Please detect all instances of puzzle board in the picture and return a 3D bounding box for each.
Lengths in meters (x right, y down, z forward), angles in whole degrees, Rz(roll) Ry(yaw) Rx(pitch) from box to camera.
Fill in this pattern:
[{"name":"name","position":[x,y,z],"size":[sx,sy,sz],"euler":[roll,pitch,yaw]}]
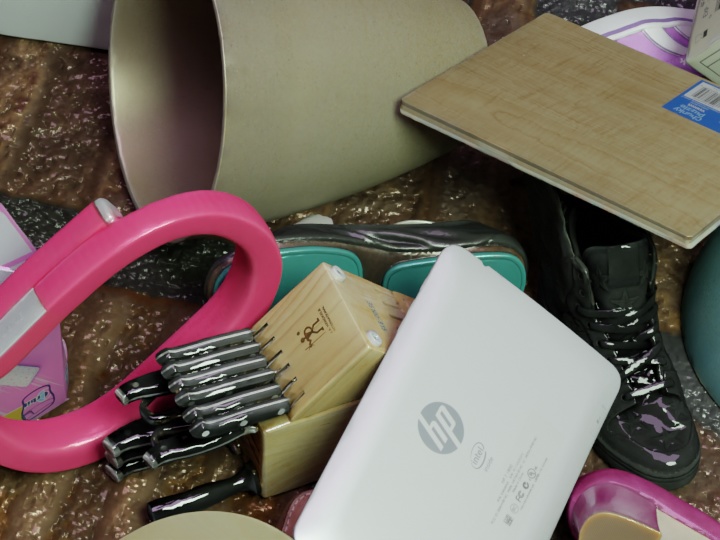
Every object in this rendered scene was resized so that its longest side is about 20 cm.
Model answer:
[{"name":"puzzle board","position":[0.144,-0.083,1.160],"size":[0.199,0.017,0.150],"euler":[28,42,29]}]

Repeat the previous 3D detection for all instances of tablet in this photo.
[{"name":"tablet","position":[0.056,0.096,1.059],"size":[0.130,0.014,0.201],"euler":[37,58,-13]}]

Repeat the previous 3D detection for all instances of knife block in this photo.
[{"name":"knife block","position":[-0.039,0.083,1.129],"size":[0.200,0.175,0.064],"euler":[21,33,-50]}]

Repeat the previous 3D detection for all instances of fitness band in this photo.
[{"name":"fitness band","position":[-0.132,0.031,1.078],"size":[0.200,0.144,0.037],"euler":[-41,56,9]}]

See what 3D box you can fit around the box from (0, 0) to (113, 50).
[{"name":"box","position":[-0.180,-0.271,1.330],"size":[0.106,0.153,0.201],"euler":[8,51,1]}]

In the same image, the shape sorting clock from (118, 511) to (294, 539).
[{"name":"shape sorting clock","position":[-0.086,0.215,0.976],"size":[0.199,0.039,0.201],"euler":[-12,67,28]}]

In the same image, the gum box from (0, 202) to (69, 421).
[{"name":"gum box","position":[-0.253,0.055,1.090],"size":[0.199,0.114,0.066],"euler":[-27,57,-23]}]

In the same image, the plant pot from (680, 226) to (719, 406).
[{"name":"plant pot","position":[0.297,-0.002,1.166],"size":[0.199,0.135,0.201],"euler":[2,52,-3]}]

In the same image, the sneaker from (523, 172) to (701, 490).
[{"name":"sneaker","position":[0.143,0.021,1.154],"size":[0.060,0.105,0.200],"euler":[-14,54,-15]}]

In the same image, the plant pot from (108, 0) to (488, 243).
[{"name":"plant pot","position":[-0.028,-0.117,1.220],"size":[0.199,0.188,0.188],"euler":[-5,51,-26]}]

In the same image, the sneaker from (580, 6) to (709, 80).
[{"name":"sneaker","position":[0.213,-0.107,1.284],"size":[0.199,0.073,0.115],"euler":[-8,56,-10]}]

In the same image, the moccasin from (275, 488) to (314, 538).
[{"name":"moccasin","position":[-0.022,0.197,1.017],"size":[0.073,0.078,0.202],"euler":[10,51,-2]}]

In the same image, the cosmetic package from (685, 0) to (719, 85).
[{"name":"cosmetic package","position":[0.309,-0.127,1.229],"size":[0.199,0.103,0.088],"euler":[32,53,-21]}]

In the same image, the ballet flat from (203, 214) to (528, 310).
[{"name":"ballet flat","position":[0.000,0.000,1.188],"size":[0.199,0.068,0.068],"euler":[0,28,-17]}]

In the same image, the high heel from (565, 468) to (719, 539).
[{"name":"high heel","position":[0.201,0.170,1.086],"size":[0.199,0.068,0.096],"euler":[23,11,0]}]
